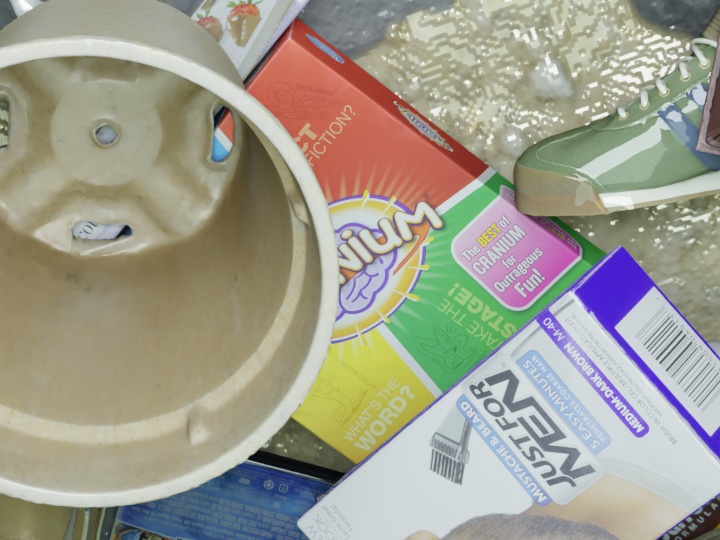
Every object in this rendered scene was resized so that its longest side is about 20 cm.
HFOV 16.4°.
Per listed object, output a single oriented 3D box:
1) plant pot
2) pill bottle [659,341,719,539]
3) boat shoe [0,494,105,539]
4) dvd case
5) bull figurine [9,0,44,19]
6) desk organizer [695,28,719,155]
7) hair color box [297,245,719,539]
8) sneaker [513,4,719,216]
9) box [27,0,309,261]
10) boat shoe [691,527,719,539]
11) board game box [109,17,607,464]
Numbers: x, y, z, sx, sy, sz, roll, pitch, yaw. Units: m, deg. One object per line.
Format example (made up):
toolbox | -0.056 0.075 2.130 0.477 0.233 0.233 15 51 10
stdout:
plant pot | -0.112 -0.031 1.056 0.200 0.184 0.201 -1 114 -3
pill bottle | 0.183 0.109 1.188 0.200 0.109 0.109 37 106 -11
boat shoe | -0.157 0.119 1.214 0.072 0.076 0.200 1 109 1
dvd case | -0.067 0.184 1.267 0.142 0.018 0.200 15 108 -5
bull figurine | -0.159 -0.182 1.117 0.200 0.065 0.121 -40 111 19
desk organizer | 0.207 -0.146 1.076 0.072 0.077 0.200 13 84 -4
hair color box | 0.076 0.093 1.121 0.109 0.065 0.200 49 127 2
sneaker | 0.165 -0.083 1.147 0.200 0.067 0.090 -8 104 -1
box | -0.097 -0.070 1.167 0.039 0.041 0.200 38 105 -11
boat shoe | 0.116 0.193 1.151 0.200 0.075 0.068 -31 111 29
board game box | 0.000 0.000 1.189 0.200 0.040 0.153 36 106 -11
